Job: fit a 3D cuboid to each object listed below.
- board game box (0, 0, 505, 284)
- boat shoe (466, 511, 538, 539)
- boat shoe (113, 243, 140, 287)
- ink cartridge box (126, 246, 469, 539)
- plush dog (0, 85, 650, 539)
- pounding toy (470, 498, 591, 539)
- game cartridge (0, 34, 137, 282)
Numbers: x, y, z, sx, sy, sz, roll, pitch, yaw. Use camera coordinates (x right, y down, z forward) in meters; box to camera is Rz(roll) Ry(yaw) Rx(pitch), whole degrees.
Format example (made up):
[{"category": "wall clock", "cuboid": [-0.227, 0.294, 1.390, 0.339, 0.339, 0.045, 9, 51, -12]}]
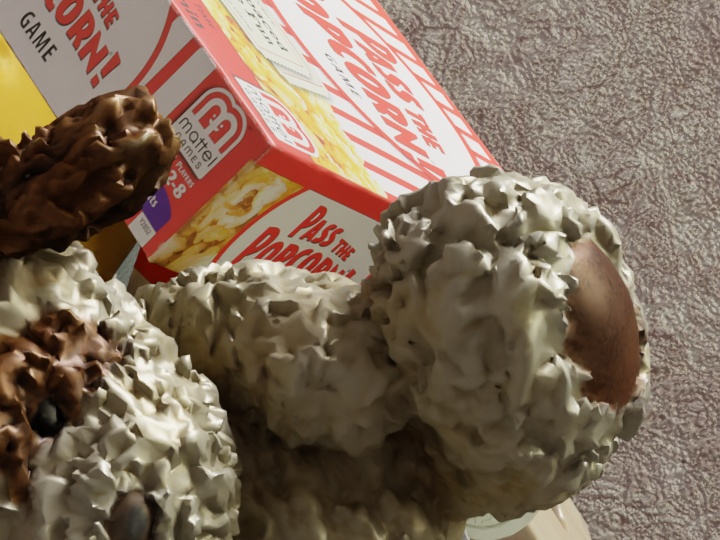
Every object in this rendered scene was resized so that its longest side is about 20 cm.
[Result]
[{"category": "board game box", "cuboid": [-0.027, -0.049, 0.744, 0.152, 0.046, 0.200, 55, 16, 27]}, {"category": "boat shoe", "cuboid": [0.000, 0.000, 0.880, 0.200, 0.072, 0.068, 50, 31, 4]}, {"category": "boat shoe", "cuboid": [-0.125, -0.025, 0.947, 0.075, 0.065, 0.202, -75, 150, -43]}, {"category": "ink cartridge box", "cuboid": [-0.028, 0.057, 0.828, 0.160, 0.047, 0.200, 42, -13, 35]}, {"category": "plush dog", "cuboid": [-0.054, 0.051, 0.597, 0.172, 0.200, 0.160, 22, -4, -34]}, {"category": "pounding toy", "cuboid": [-0.001, 0.132, 1.108, 0.200, 0.184, 0.142, 57, 13, -38]}, {"category": "game cartridge", "cuboid": [-0.127, -0.064, 0.837, 0.177, 0.032, 0.200, 67, 30, -24]}]
